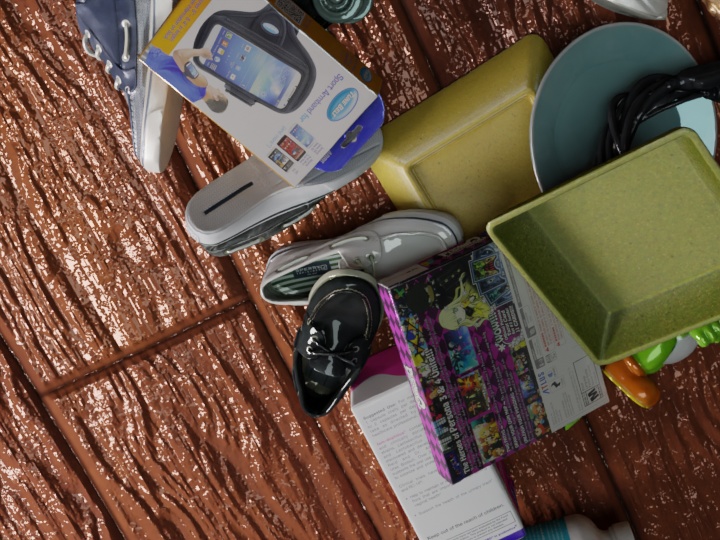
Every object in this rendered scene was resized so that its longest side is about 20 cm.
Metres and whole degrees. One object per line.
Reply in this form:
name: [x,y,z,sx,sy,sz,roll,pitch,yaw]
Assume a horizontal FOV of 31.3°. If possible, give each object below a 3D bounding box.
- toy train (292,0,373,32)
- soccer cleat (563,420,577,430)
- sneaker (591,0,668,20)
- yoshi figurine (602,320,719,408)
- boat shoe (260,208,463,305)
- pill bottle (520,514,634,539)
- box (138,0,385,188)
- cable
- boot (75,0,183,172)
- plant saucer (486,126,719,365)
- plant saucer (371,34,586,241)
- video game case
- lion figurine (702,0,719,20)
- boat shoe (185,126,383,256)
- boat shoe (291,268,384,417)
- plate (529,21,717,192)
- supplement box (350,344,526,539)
toy train: [-0.035,-0.266,1.116,0.199,0.085,0.114,-38,92,15]
soccer cleat: [0.142,0.097,1.247,0.198,0.068,0.082,25,114,-15]
sneaker: [0.185,-0.283,1.120,0.197,0.070,0.081,15,100,-12]
yoshi figurine: [0.325,0.047,1.214,0.111,0.112,0.201,34,95,-33]
boat shoe: [0.000,0.000,1.190,0.197,0.067,0.074,-16,113,22]
pill bottle: [0.186,0.315,1.304,0.197,0.111,0.112,-17,109,6]
box: [-0.076,-0.163,1.090,0.199,0.042,0.119,39,118,-11]
cable: [0.299,-0.100,1.154,0.197,0.051,0.165,-18,106,-14]
boot: [-0.207,-0.193,1.150,0.089,0.073,0.203,7,102,5]
plant saucer: [0.242,-0.027,1.110,0.198,0.048,0.200,-26,123,29]
plant saucer: [0.130,-0.081,1.196,0.198,0.049,0.201,-30,107,11]
video game case: [0.125,0.067,1.170,0.179,0.036,0.202,-25,109,-16]
lion figurine: [0.366,-0.216,1.132,0.072,0.123,0.199,-37,122,23]
boat shoe: [-0.069,-0.080,1.186,0.198,0.071,0.073,-26,69,-3]
boat shoe: [-0.027,0.074,1.188,0.073,0.067,0.200,17,144,-9]
plate: [0.236,-0.123,1.166,0.197,0.026,0.204,-3,97,-21]
supplement box: [0.074,0.175,1.259,0.102,0.101,0.202,-26,108,8]
